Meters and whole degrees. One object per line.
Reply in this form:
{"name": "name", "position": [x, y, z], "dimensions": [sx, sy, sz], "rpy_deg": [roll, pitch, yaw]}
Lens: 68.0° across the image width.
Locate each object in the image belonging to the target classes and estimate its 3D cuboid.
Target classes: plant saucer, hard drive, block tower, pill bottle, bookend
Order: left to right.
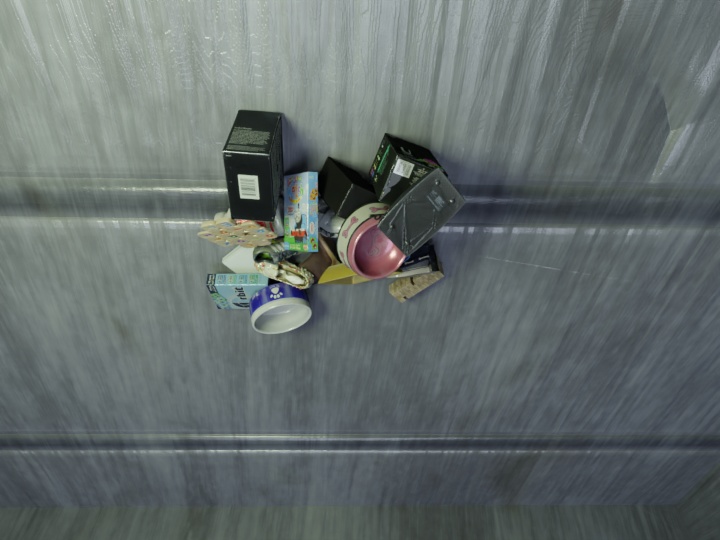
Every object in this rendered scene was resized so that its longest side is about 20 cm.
{"name": "pill bottle", "position": [-0.312, -0.141, 1.538], "dimensions": [0.195, 0.114, 0.114], "rpy_deg": [-10, 133, 8]}
{"name": "hard drive", "position": [-0.323, -0.046, 1.685], "dimensions": [0.198, 0.027, 0.131], "rpy_deg": [-33, 125, 25]}
{"name": "plant saucer", "position": [0.000, 0.000, 1.596], "dimensions": [0.196, 0.050, 0.198], "rpy_deg": [-14, 171, 31]}
{"name": "bookend", "position": [0.000, -0.197, 1.448], "dimensions": [0.196, 0.201, 0.093], "rpy_deg": [19, 111, -34]}
{"name": "block tower", "position": [0.185, 0.031, 1.748], "dimensions": [0.198, 0.055, 0.057], "rpy_deg": [-36, 125, 28]}
{"name": "hard drive", "position": [0.144, -0.143, 1.291], "dimensions": [0.200, 0.043, 0.135], "rpy_deg": [-43, 120, 11]}

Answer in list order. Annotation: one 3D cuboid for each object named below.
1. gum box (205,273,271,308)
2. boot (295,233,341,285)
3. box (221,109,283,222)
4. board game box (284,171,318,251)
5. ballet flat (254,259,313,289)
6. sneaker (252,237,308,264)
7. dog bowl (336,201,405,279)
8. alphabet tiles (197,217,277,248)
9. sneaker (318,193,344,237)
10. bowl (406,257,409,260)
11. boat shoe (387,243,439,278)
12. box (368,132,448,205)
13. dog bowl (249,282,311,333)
{"name": "gum box", "position": [-0.386, 0.069, 1.746], "dimensions": [0.194, 0.046, 0.171], "rpy_deg": [-1, 150, -1]}
{"name": "boot", "position": [-0.146, -0.028, 1.672], "dimensions": [0.163, 0.073, 0.202], "rpy_deg": [-19, 132, 14]}
{"name": "box", "position": [-0.268, -0.267, 1.364], "dimensions": [0.120, 0.201, 0.203], "rpy_deg": [4, 133, -1]}
{"name": "board game box", "position": [-0.162, -0.156, 1.443], "dimensions": [0.036, 0.150, 0.206], "rpy_deg": [-2, 95, -32]}
{"name": "ballet flat", "position": [-0.237, 0.005, 1.652], "dimensions": [0.195, 0.064, 0.077], "rpy_deg": [17, 105, -4]}
{"name": "sneaker", "position": [-0.233, -0.055, 1.596], "dimensions": [0.195, 0.082, 0.075], "rpy_deg": [-8, 132, 12]}
{"name": "dog bowl", "position": [0.040, -0.068, 1.374], "dimensions": [0.195, 0.074, 0.204], "rpy_deg": [-12, 123, -19]}
{"name": "alphabet tiles", "position": [-0.331, -0.099, 1.441], "dimensions": [0.191, 0.015, 0.199], "rpy_deg": [-8, 162, 25]}
{"name": "sneaker", "position": [-0.109, -0.167, 1.503], "dimensions": [0.197, 0.075, 0.117], "rpy_deg": [17, 137, 34]}
{"name": "bowl", "position": [0.052, -0.057, 1.618], "dimensions": [0.195, 0.040, 0.201], "rpy_deg": [-2, 161, -1]}
{"name": "boat shoe", "position": [0.160, -0.030, 1.690], "dimensions": [0.197, 0.095, 0.074], "rpy_deg": [-10, 173, 40]}
{"name": "box", "position": [0.117, -0.248, 1.376], "dimensions": [0.145, 0.201, 0.126], "rpy_deg": [17, 115, -16]}
{"name": "dog bowl", "position": [-0.261, 0.125, 1.735], "dimensions": [0.195, 0.080, 0.202], "rpy_deg": [-15, 151, -8]}
